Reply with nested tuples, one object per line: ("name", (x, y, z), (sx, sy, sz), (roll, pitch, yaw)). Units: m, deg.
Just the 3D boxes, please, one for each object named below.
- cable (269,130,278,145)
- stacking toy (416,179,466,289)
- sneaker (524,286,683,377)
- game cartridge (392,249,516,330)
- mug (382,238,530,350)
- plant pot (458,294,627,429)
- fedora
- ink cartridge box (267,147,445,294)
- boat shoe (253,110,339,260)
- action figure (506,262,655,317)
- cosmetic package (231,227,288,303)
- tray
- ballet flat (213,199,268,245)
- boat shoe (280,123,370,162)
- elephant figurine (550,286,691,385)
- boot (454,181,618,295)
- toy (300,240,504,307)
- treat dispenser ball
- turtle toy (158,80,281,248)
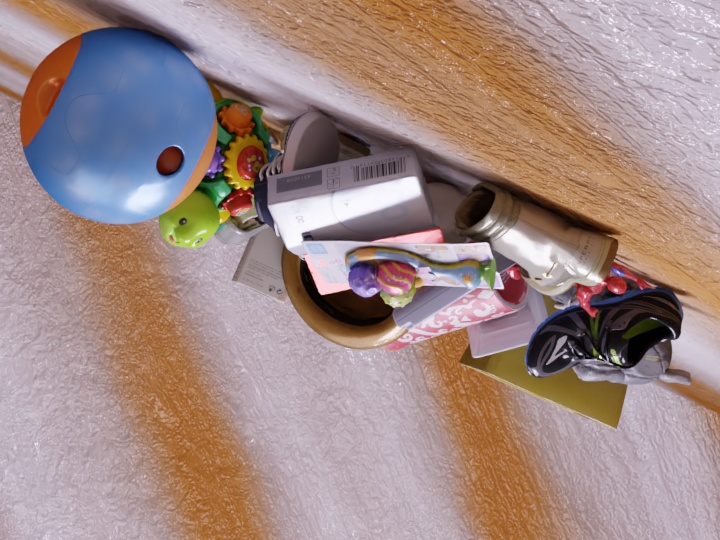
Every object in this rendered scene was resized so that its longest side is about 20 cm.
("cable", (-0.230, -0.193, 1.917), (0.200, 0.069, 0.200), (22, 177, 36))
("stacking toy", (0.022, -0.082, 1.755), (0.146, 0.146, 0.200), (26, -165, -48))
("sneaker", (0.289, 0.081, 1.781), (0.083, 0.199, 0.071), (-94, -20, -52))
("game cartridge", (0.130, 0.005, 1.729), (0.041, 0.133, 0.200), (61, -151, 1))
("mug", (0.111, 0.002, 1.943), (0.200, 0.178, 0.133), (-15, 140, 36))
("plant pot", (0.277, 0.094, 2.084), (0.200, 0.177, 0.200), (24, 178, -6))
("fedora", (0.000, 0.000, 1.870), (0.200, 0.201, 0.082), (23, -155, 19))
("ink cartridge box", (0.004, -0.036, 1.597), (0.160, 0.047, 0.200), (-11, 138, 10))
("boat shoe", (-0.079, -0.106, 1.631), (0.093, 0.075, 0.200), (37, 143, 30))
("action figure", (0.264, 0.013, 1.771), (0.099, 0.065, 0.200), (35, 173, -27))
("cosmetic package", (-0.096, -0.063, 1.950), (0.073, 0.200, 0.104), (24, 178, -8))
("tray", (0.188, 0.039, 1.983), (0.200, 0.107, 0.022), (-95, -14, -58))
("ballet flat", (-0.096, -0.096, 1.826), (0.067, 0.200, 0.064), (53, 149, 1))
("boat shoe", (-0.053, -0.127, 1.737), (0.072, 0.065, 0.200), (25, 177, -25))
("elephant figurine", (0.321, 0.063, 1.935), (0.141, 0.155, 0.200), (-15, -163, -2))
("boot", (0.170, -0.035, 1.588), (0.154, 0.072, 0.200), (23, 172, -11))
("toy", (0.045, 0.009, 1.579), (0.200, 0.047, 0.115), (-2, 155, 14))
("treat dispenser ball", (-0.247, -0.148, 1.527), (0.201, 0.201, 0.201), (23, 177, 1))
("turtle toy", (-0.166, -0.111, 1.695), (0.101, 0.200, 0.146), (16, 153, 43))
